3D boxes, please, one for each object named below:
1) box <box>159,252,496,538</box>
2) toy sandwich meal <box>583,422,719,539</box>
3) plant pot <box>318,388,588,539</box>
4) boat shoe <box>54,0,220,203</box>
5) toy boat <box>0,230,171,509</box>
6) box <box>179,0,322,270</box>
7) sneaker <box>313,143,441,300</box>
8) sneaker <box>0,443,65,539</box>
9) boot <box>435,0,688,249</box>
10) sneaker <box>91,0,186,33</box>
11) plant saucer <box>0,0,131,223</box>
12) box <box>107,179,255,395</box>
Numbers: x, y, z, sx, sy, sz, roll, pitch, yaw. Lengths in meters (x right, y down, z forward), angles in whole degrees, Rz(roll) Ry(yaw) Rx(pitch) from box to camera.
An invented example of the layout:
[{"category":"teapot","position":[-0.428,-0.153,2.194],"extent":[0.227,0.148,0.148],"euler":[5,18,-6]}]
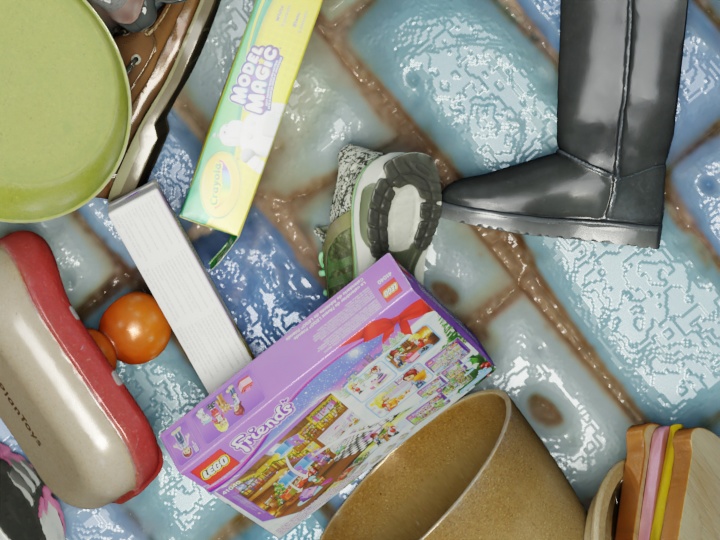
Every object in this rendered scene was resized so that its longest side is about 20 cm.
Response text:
[{"category":"box","position":[-0.020,0.089,1.398],"extent":[0.200,0.137,0.039],"euler":[-38,52,7]},{"category":"toy sandwich meal","position":[0.221,0.205,1.379],"extent":[0.070,0.205,0.206],"euler":[-19,90,31]},{"category":"plant pot","position":[0.096,0.216,1.395],"extent":[0.186,0.186,0.200],"euler":[-43,103,2]},{"category":"boat shoe","position":[-0.153,-0.144,1.435],"extent":[0.068,0.072,0.200],"euler":[24,91,0]},{"category":"toy boat","position":[-0.189,0.058,1.430],"extent":[0.131,0.130,0.200],"euler":[-34,90,-28]},{"category":"box","position":[-0.080,-0.100,1.411],"extent":[0.048,0.117,0.200],"euler":[18,91,-5]},{"category":"sneaker","position":[0.000,0.000,1.443],"extent":[0.077,0.089,0.200],"euler":[0,112,-35]},{"category":"sneaker","position":[-0.247,0.215,1.444],"extent":[0.086,0.080,0.200],"euler":[-37,80,22]},{"category":"boot","position":[0.142,-0.123,1.429],"extent":[0.165,0.066,0.200],"euler":[6,94,-6]},{"category":"sneaker","position":[-0.142,-0.219,1.392],"extent":[0.077,0.200,0.082],"euler":[-27,112,31]},{"category":"plant saucer","position":[-0.244,-0.129,1.397],"extent":[0.200,0.031,0.200],"euler":[7,117,14]},{"category":"box","position":[-0.111,0.033,1.430],"extent":[0.041,0.039,0.200],"euler":[-29,105,1]}]
